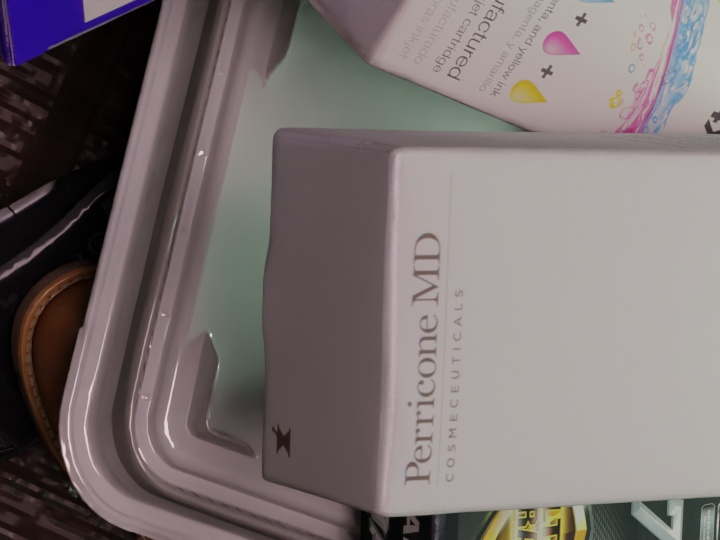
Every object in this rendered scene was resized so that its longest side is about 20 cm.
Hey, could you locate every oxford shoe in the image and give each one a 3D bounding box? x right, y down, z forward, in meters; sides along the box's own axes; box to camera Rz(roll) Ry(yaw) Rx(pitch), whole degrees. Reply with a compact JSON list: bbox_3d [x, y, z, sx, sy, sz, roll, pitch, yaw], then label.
[{"bbox_3d":[-0.041,0.078,0.984,0.071,0.071,0.200,-40,116,-9],"label":"oxford shoe"}]

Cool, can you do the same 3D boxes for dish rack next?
[{"bbox_3d":[0.000,0.000,0.958,0.171,0.043,0.201,22,72,-32],"label":"dish rack"}]

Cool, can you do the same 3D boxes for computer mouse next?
[{"bbox_3d":[-0.129,-0.002,0.973,0.200,0.046,0.141,-39,123,-13],"label":"computer mouse"}]

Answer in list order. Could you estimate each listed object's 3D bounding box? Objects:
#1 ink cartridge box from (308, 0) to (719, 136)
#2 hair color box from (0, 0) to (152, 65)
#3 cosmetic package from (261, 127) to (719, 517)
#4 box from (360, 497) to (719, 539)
[{"bbox_3d":[0.081,-0.115,0.932,0.199,0.125,0.129,19,111,-38],"label":"ink cartridge box"},{"bbox_3d":[-0.102,-0.167,0.876,0.109,0.065,0.200,-25,64,-16],"label":"hair color box"},{"bbox_3d":[0.074,0.012,0.861,0.199,0.071,0.102,-2,97,-30],"label":"cosmetic package"},{"bbox_3d":[0.076,0.123,0.956,0.158,0.046,0.201,-6,106,-30],"label":"box"}]
